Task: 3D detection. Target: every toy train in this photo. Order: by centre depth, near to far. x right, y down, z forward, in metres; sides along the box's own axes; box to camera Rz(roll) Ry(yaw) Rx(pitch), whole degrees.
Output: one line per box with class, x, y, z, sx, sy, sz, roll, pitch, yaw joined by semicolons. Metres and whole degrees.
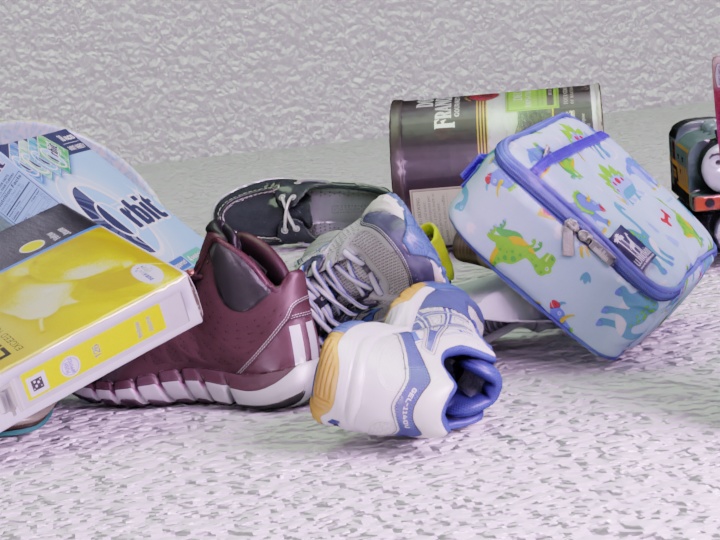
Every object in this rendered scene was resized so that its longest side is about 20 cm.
toy train;0.300;-0.070;1.631;0.084;0.115;0.200;-5;8;5

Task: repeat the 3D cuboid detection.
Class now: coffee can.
coffee can;0.133;-0.096;1.825;0.198;0.148;0.146;-4;8;6

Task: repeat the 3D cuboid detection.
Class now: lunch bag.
lunch bag;0.151;-0.029;1.290;0.161;0.083;0.200;42;22;11

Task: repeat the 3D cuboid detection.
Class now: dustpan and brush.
dustpan and brush;0.103;0.031;1.326;0.199;0.058;0.139;-21;5;-38

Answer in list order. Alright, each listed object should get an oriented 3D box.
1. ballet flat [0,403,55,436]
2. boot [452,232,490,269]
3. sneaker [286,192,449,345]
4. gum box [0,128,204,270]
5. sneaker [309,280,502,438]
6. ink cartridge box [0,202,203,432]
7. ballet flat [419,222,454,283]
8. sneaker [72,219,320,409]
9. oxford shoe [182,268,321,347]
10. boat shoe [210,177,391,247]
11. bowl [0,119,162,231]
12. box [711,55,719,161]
ballet flat;-0.237;0.060;1.278;0.069;0.070;0.200;-7;8;-10
boot;0.174;-0.020;1.585;0.145;0.071;0.199;7;15;32
sneaker;-0.010;0.013;1.244;0.085;0.077;0.200;-35;2;-23
gum box;-0.194;-0.028;1.512;0.199;0.045;0.170;39;13;2
sneaker;0.045;0.061;1.115;0.087;0.076;0.200;15;17;19
ink cartridge box;-0.228;0.035;1.195;0.199;0.047;0.197;-27;29;-24
ballet flat;0.000;0.000;1.524;0.066;0.068;0.199;3;12;42
sneaker;-0.109;0.025;1.241;0.198;0.117;0.076;-1;9;28
oxford shoe;-0.083;0.038;1.359;0.198;0.072;0.074;-1;-13;-23
boat shoe;-0.054;-0.062;1.981;0.198;0.077;0.060;-8;2;-10
bowl;-0.269;-0.018;1.618;0.199;0.201;0.108;-14;-30;-46
box;0.254;-0.019;0.990;0.099;0.202;0.095;-11;8;-37
